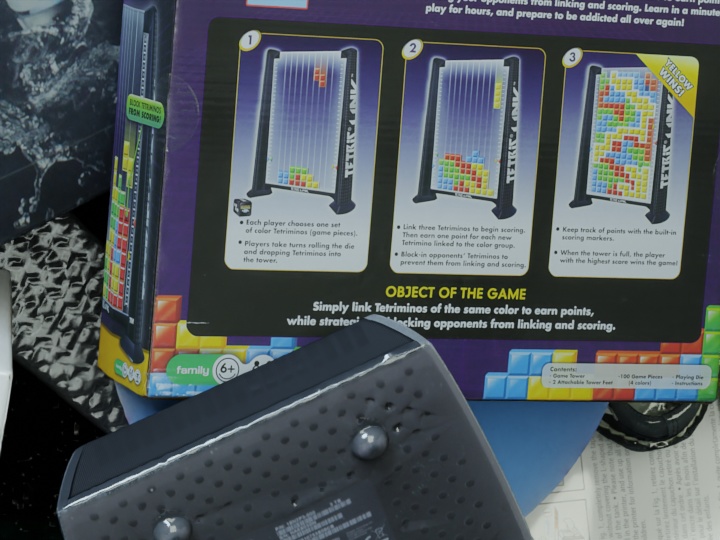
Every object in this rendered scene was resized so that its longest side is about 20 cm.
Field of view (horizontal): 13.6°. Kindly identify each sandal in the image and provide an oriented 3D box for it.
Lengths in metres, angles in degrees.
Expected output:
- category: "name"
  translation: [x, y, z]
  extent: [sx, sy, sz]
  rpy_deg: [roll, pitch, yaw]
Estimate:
- category: "sandal"
  translation: [-0.127, -0.006, 1.081]
  extent: [0.076, 0.043, 0.200]
  rpy_deg: [-44, 96, -5]

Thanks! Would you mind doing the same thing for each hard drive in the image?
- category: "hard drive"
  translation: [-0.009, 0.108, 0.950]
  extent: [0.134, 0.042, 0.200]
  rpy_deg: [-24, 129, -2]

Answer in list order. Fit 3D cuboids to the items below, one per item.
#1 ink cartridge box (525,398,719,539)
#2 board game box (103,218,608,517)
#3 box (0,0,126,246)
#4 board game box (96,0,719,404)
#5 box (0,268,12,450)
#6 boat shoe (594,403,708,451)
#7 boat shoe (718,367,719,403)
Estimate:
- category: "ink cartridge box"
  translation: [0.107, 0.045, 1.126]
  extent: [0.199, 0.050, 0.162]
  rpy_deg: [-6, 82, 6]
- category: "board game box"
  translation: [0.000, 0.000, 1.015]
  extent: [0.199, 0.039, 0.159]
  rpy_deg: [21, 85, -28]
- category: "box"
  translation: [-0.100, -0.141, 0.979]
  extent: [0.196, 0.117, 0.201]
  rpy_deg: [-29, 124, -28]
- category: "board game box"
  translation: [0.022, -0.043, 0.954]
  extent: [0.199, 0.057, 0.166]
  rpy_deg: [2, 97, -22]
- category: "box"
  translation: [-0.219, 0.047, 0.997]
  extent: [0.199, 0.113, 0.102]
  rpy_deg: [9, 107, -11]
- category: "boat shoe"
  translation: [0.081, -0.033, 1.081]
  extent: [0.075, 0.060, 0.201]
  rpy_deg: [-24, 85, -2]
- category: "boat shoe"
  translation: [0.193, -0.028, 1.072]
  extent: [0.074, 0.066, 0.200]
  rpy_deg: [35, 79, 1]
